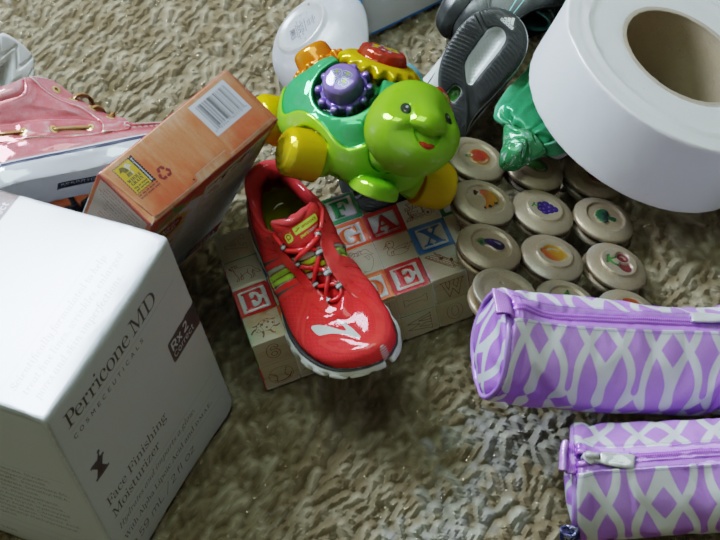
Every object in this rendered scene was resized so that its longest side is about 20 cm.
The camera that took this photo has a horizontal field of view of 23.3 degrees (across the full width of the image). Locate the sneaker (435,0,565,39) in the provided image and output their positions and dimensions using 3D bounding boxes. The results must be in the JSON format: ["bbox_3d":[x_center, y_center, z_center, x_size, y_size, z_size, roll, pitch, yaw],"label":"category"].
[{"bbox_3d":[0.159,-0.251,1.521,0.200,0.075,0.079,-42,68,-14],"label":"sneaker"}]

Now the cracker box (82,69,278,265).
[{"bbox_3d":[-0.148,-0.048,1.293,0.058,0.200,0.134,44,59,4],"label":"cracker box"}]

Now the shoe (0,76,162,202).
[{"bbox_3d":[-0.214,-0.111,1.382,0.200,0.071,0.091,-12,71,-22],"label":"shoe"}]

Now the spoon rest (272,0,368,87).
[{"bbox_3d":[-0.028,-0.164,1.486,0.099,0.061,0.200,-33,40,21],"label":"spoon rest"}]

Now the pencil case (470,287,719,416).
[{"bbox_3d":[0.175,0.055,1.203,0.200,0.086,0.084,2,54,-16],"label":"pencil case"}]

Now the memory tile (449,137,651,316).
[{"bbox_3d":[0.141,-0.026,1.312,0.153,0.017,0.200,8,44,-15],"label":"memory tile"}]

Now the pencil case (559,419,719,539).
[{"bbox_3d":[0.229,0.132,1.159,0.200,0.086,0.084,-6,51,7],"label":"pencil case"}]

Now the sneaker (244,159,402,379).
[{"bbox_3d":[-0.039,-0.003,1.260,0.077,0.085,0.200,-28,51,-9],"label":"sneaker"}]

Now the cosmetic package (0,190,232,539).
[{"bbox_3d":[-0.217,0.078,1.235,0.165,0.200,0.165,15,56,23],"label":"cosmetic package"}]

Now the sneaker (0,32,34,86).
[{"bbox_3d":[-0.378,-0.121,1.523,0.129,0.079,0.199,9,74,44],"label":"sneaker"}]

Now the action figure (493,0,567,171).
[{"bbox_3d":[0.163,-0.135,1.390,0.118,0.055,0.200,33,45,15],"label":"action figure"}]

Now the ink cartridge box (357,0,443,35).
[{"bbox_3d":[0.020,-0.326,1.592,0.146,0.084,0.200,-28,52,-10],"label":"ink cartridge box"}]

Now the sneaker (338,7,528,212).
[{"bbox_3d":[0.069,-0.126,1.434,0.076,0.115,0.201,44,100,6],"label":"sneaker"}]

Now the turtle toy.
[{"bbox_3d":[0.011,-0.109,1.282,0.146,0.101,0.200,11,19,-25],"label":"turtle toy"}]

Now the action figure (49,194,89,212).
[{"bbox_3d":[-0.246,-0.023,1.420,0.200,0.105,0.194,28,63,-4],"label":"action figure"}]

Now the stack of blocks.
[{"bbox_3d":[0.000,0.000,1.344,0.200,0.059,0.115,-19,51,-4],"label":"stack of blocks"}]

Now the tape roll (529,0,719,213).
[{"bbox_3d":[0.234,-0.141,1.344,0.202,0.071,0.203,15,46,-16],"label":"tape roll"}]
